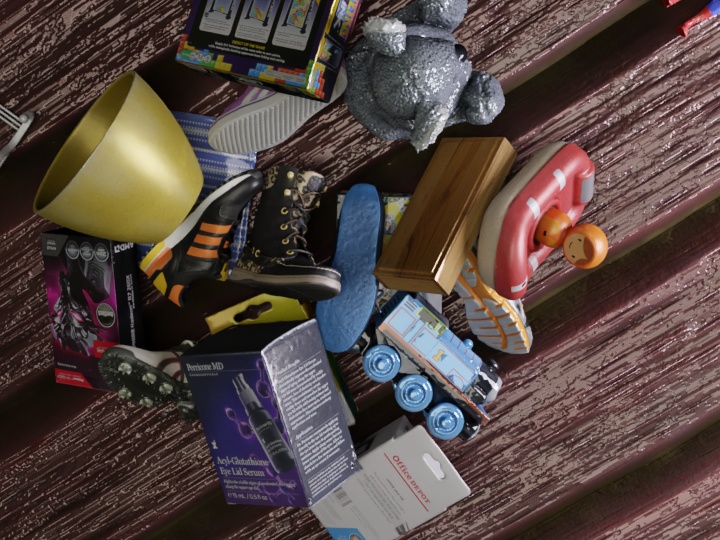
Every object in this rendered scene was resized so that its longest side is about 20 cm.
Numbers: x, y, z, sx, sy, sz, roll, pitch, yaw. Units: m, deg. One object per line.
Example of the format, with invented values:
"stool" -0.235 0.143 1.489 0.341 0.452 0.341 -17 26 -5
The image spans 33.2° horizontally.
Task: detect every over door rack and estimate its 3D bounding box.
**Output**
"over door rack" -0.517 -0.151 1.498 0.147 0.067 0.201 35 102 -3

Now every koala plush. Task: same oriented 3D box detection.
"koala plush" 0.060 -0.218 1.374 0.182 0.200 0.179 -23 101 9

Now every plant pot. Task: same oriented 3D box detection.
"plant pot" -0.271 -0.112 1.427 0.142 0.200 0.200 37 103 -24

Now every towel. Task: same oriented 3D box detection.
"towel" -0.206 -0.095 1.515 0.143 0.024 0.202 9 101 4

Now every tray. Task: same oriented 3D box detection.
"tray" 0.098 -0.068 1.408 0.037 0.098 0.201 45 63 -38

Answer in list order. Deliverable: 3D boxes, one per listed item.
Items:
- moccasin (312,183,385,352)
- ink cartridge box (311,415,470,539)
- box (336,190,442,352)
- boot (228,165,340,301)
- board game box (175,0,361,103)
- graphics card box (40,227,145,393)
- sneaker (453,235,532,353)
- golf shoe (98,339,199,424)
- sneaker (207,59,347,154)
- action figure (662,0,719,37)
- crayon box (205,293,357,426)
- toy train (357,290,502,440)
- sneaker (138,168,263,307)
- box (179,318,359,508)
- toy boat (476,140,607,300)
"moccasin" 0.000 0.000 1.441 0.080 0.068 0.202 16 91 10
"ink cartridge box" 0.038 0.269 1.531 0.199 0.067 0.116 -34 98 24
"box" 0.036 0.003 1.508 0.135 0.038 0.202 3 103 3
"boot" -0.077 -0.045 1.427 0.073 0.199 0.152 20 81 -31
"board game box" -0.101 -0.294 1.379 0.198 0.057 0.167 18 88 31
"graphics card box" -0.333 0.049 1.514 0.124 0.051 0.203 6 104 32
"sneaker" 0.163 0.019 1.486 0.078 0.077 0.201 -5 125 44
"golf shoe" -0.238 0.126 1.496 0.077 0.089 0.199 -29 137 34
"sneaker" -0.103 -0.224 1.453 0.199 0.115 0.073 -27 144 21
"action figure" 0.453 -0.344 1.398 0.199 0.052 0.066 -30 95 7
"crayon box" -0.099 0.121 1.537 0.126 0.051 0.202 -22 101 9
"toy train" 0.085 0.117 1.470 0.200 0.087 0.114 42 96 -7
"sneaker" -0.176 -0.038 1.473 0.200 0.070 0.090 -39 90 17
"box" -0.108 0.169 1.439 0.147 0.104 0.202 -8 105 41
"toy boat" 0.226 -0.045 1.396 0.130 0.131 0.200 31 62 27
